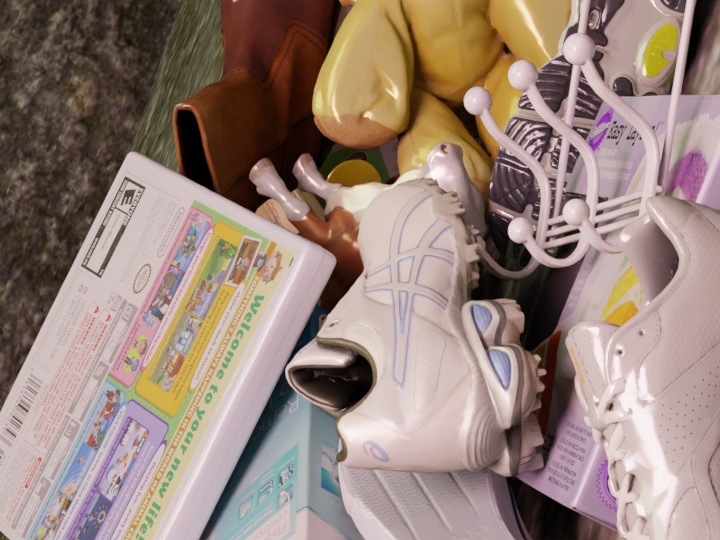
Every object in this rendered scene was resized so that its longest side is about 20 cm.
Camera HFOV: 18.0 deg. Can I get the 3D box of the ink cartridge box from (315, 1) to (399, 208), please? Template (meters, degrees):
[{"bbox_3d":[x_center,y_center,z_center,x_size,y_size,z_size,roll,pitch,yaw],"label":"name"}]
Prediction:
[{"bbox_3d":[0.005,-0.153,1.423,0.145,0.084,0.200,-22,-48,-40],"label":"ink cartridge box"}]

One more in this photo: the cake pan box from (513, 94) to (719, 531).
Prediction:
[{"bbox_3d":[0.119,0.014,0.998,0.184,0.052,0.200,-65,11,0],"label":"cake pan box"}]

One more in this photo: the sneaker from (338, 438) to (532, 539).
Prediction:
[{"bbox_3d":[0.040,0.126,0.976,0.200,0.073,0.071,-113,7,-51],"label":"sneaker"}]

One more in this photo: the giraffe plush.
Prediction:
[{"bbox_3d":[0.040,-0.122,1.278,0.173,0.200,0.162,-30,0,-7],"label":"giraffe plush"}]

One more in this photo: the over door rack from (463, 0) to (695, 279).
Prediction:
[{"bbox_3d":[0.104,-0.099,0.994,0.200,0.067,0.148,-69,13,-10],"label":"over door rack"}]

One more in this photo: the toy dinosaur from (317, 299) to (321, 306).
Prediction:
[{"bbox_3d":[-0.091,0.056,1.175,0.200,0.058,0.101,-41,-23,23],"label":"toy dinosaur"}]

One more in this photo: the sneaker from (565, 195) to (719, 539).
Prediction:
[{"bbox_3d":[0.110,0.065,0.838,0.076,0.092,0.200,135,154,-63],"label":"sneaker"}]

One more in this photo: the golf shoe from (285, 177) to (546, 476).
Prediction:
[{"bbox_3d":[0.011,0.021,0.994,0.200,0.097,0.078,-115,18,-61],"label":"golf shoe"}]

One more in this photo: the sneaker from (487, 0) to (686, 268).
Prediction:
[{"bbox_3d":[0.127,-0.090,1.149,0.080,0.077,0.200,42,-108,-80],"label":"sneaker"}]

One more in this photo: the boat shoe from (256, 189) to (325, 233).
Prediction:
[{"bbox_3d":[-0.043,0.013,1.387,0.064,0.200,0.071,-23,-15,-30],"label":"boat shoe"}]

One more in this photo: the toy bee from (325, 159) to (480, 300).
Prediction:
[{"bbox_3d":[0.009,0.000,1.318,0.200,0.109,0.131,-55,-54,-80],"label":"toy bee"}]

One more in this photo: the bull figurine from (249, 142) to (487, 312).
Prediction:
[{"bbox_3d":[0.000,0.000,1.188,0.065,0.121,0.200,-34,-28,-36],"label":"bull figurine"}]

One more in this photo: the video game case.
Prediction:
[{"bbox_3d":[-0.107,0.055,1.101,0.182,0.022,0.200,27,91,53],"label":"video game case"}]

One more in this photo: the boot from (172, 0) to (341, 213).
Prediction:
[{"bbox_3d":[-0.072,-0.112,1.252,0.200,0.068,0.188,-50,-35,-63],"label":"boot"}]

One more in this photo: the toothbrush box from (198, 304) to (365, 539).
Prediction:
[{"bbox_3d":[-0.038,0.138,1.067,0.146,0.085,0.200,-43,28,30],"label":"toothbrush box"}]
